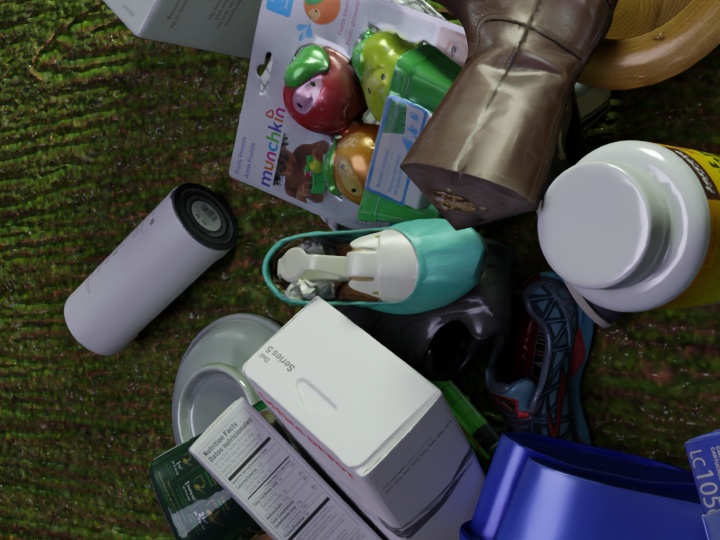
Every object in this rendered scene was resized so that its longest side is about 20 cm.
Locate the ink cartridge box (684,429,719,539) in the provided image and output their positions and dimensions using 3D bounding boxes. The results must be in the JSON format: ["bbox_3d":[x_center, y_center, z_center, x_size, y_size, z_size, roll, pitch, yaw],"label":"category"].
[{"bbox_3d":[0.277,0.155,0.760,0.076,0.199,0.138,-21,78,36],"label":"ink cartridge box"}]

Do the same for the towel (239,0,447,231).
[{"bbox_3d":[0.003,-0.155,1.050,0.166,0.085,0.200,52,121,27],"label":"towel"}]

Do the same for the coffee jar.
[{"bbox_3d":[-0.078,0.164,1.073,0.199,0.085,0.105,-32,64,5],"label":"coffee jar"}]

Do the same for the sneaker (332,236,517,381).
[{"bbox_3d":[0.040,0.047,0.939,0.200,0.075,0.092,-33,50,46],"label":"sneaker"}]

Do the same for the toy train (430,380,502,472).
[{"bbox_3d":[0.047,0.094,1.033,0.200,0.056,0.042,49,158,22],"label":"toy train"}]

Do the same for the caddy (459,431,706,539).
[{"bbox_3d":[0.169,0.188,0.859,0.141,0.198,0.106,-147,70,-79],"label":"caddy"}]

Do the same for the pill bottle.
[{"bbox_3d":[0.200,-0.029,0.818,0.109,0.199,0.110,1,92,37],"label":"pill bottle"}]

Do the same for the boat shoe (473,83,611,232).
[{"bbox_3d":[0.124,-0.080,0.972,0.199,0.069,0.057,-36,103,30],"label":"boat shoe"}]

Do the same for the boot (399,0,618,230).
[{"bbox_3d":[0.061,-0.130,0.816,0.185,0.064,0.201,15,69,28],"label":"boot"}]

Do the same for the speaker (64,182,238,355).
[{"bbox_3d":[-0.212,0.001,1.222,0.200,0.081,0.082,-40,67,31],"label":"speaker"}]

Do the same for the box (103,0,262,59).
[{"bbox_3d":[-0.149,-0.333,1.109,0.200,0.171,0.200,47,117,28],"label":"box"}]

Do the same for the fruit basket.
[{"bbox_3d":[-0.005,-0.117,0.931,0.198,0.094,0.187,22,117,13],"label":"fruit basket"}]

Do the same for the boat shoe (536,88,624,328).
[{"bbox_3d":[0.163,-0.049,0.899,0.062,0.073,0.201,-21,108,19],"label":"boat shoe"}]

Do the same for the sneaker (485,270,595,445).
[{"bbox_3d":[0.125,0.101,0.946,0.079,0.095,0.202,2,91,41],"label":"sneaker"}]

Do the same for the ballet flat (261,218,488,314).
[{"bbox_3d":[0.000,0.000,0.898,0.199,0.070,0.068,-5,88,45],"label":"ballet flat"}]

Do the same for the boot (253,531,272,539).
[{"bbox_3d":[-0.020,0.288,1.082,0.199,0.073,0.156,-33,75,36],"label":"boot"}]

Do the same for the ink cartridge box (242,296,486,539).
[{"bbox_3d":[0.015,0.134,0.913,0.084,0.201,0.145,-43,49,-14],"label":"ink cartridge box"}]

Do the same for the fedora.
[{"bbox_3d":[0.207,-0.215,0.873,0.199,0.082,0.203,-7,74,27],"label":"fedora"}]

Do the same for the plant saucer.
[{"bbox_3d":[-0.123,0.142,1.173,0.199,0.050,0.202,1,92,38],"label":"plant saucer"}]

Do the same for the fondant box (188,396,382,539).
[{"bbox_3d":[-0.045,0.190,0.946,0.058,0.144,0.200,-43,90,-12],"label":"fondant box"}]
